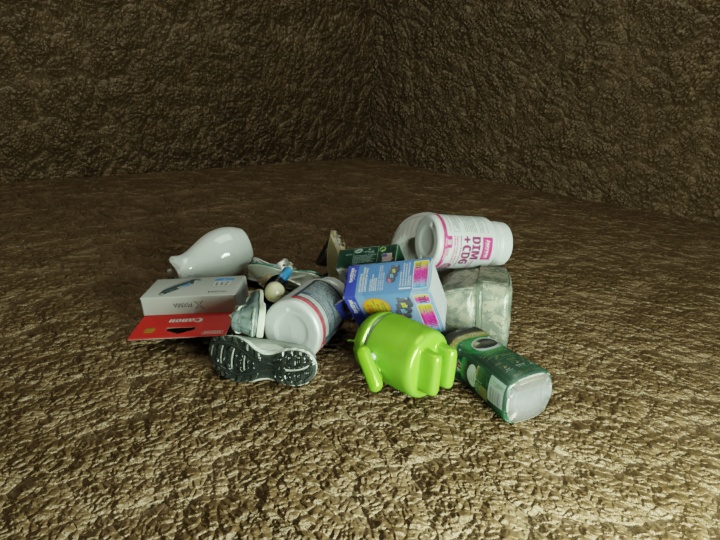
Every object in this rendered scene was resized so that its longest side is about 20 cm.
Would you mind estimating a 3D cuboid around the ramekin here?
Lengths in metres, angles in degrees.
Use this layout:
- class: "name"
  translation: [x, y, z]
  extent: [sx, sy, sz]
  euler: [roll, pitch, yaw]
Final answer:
- class: "ramekin"
  translation: [0.157, -0.027, 1.416]
  extent: [0.195, 0.205, 0.105]
  euler: [9, 27, 16]

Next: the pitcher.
- class: "pitcher"
  translation: [-0.377, -0.028, 1.445]
  extent: [0.197, 0.124, 0.170]
  euler: [-26, 14, -26]

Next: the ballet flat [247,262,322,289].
- class: "ballet flat"
  translation: [-0.181, 0.026, 1.348]
  extent: [0.195, 0.071, 0.069]
  euler: [9, 18, 18]

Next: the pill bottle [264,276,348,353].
- class: "pill bottle"
  translation: [-0.093, 0.084, 1.142]
  extent: [0.116, 0.123, 0.200]
  euler: [9, 19, 18]

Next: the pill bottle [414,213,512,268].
- class: "pill bottle"
  translation: [0.228, -0.062, 1.287]
  extent: [0.195, 0.117, 0.113]
  euler: [0, 17, -23]

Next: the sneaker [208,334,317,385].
- class: "sneaker"
  translation: [-0.168, 0.153, 1.017]
  extent: [0.194, 0.076, 0.079]
  euler: [10, 7, 3]

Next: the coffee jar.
- class: "coffee jar"
  translation: [0.220, 0.169, 0.994]
  extent: [0.102, 0.088, 0.199]
  euler: [-9, 22, -25]

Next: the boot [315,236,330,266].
- class: "boot"
  translation: [-0.005, -0.002, 1.397]
  extent: [0.198, 0.065, 0.187]
  euler: [34, 16, -4]

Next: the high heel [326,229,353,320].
- class: "high heel"
  translation: [0.000, 0.000, 1.319]
  extent: [0.140, 0.205, 0.071]
  euler: [-15, -1, -40]

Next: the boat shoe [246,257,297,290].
- class: "boat shoe"
  translation: [-0.188, 0.006, 1.426]
  extent: [0.195, 0.071, 0.071]
  euler: [11, 2, 19]

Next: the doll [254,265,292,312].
- class: "doll"
  translation: [-0.183, 0.047, 1.196]
  extent: [0.048, 0.139, 0.200]
  euler: [32, -10, -13]

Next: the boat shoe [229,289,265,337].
- class: "boat shoe"
  translation: [-0.208, 0.075, 1.070]
  extent: [0.060, 0.075, 0.200]
  euler: [5, 7, -14]

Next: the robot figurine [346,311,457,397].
- class: "robot figurine"
  translation: [0.070, 0.140, 1.004]
  extent: [0.197, 0.119, 0.173]
  euler: [19, 23, 41]

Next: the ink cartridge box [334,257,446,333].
- class: "ink cartridge box"
  translation: [0.052, 0.055, 1.091]
  extent: [0.195, 0.138, 0.078]
  euler: [-4, 50, 21]

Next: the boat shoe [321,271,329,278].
- class: "boat shoe"
  translation: [-0.056, 0.017, 1.441]
  extent: [0.072, 0.067, 0.202]
  euler: [9, 18, 15]

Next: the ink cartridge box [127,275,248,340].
- class: "ink cartridge box"
  translation: [-0.335, 0.069, 1.147]
  extent: [0.194, 0.046, 0.177]
  euler: [-3, 24, 5]

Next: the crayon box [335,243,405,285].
- class: "crayon box"
  translation: [0.042, 0.035, 1.170]
  extent: [0.123, 0.202, 0.052]
  euler: [-4, 49, 19]

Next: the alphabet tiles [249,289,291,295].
- class: "alphabet tiles"
  translation: [-0.196, 0.082, 1.301]
  extent: [0.195, 0.015, 0.195]
  euler: [13, 20, 26]

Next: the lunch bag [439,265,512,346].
- class: "lunch bag"
  translation: [0.225, 0.070, 1.210]
  extent: [0.163, 0.144, 0.200]
  euler: [5, 15, 13]
